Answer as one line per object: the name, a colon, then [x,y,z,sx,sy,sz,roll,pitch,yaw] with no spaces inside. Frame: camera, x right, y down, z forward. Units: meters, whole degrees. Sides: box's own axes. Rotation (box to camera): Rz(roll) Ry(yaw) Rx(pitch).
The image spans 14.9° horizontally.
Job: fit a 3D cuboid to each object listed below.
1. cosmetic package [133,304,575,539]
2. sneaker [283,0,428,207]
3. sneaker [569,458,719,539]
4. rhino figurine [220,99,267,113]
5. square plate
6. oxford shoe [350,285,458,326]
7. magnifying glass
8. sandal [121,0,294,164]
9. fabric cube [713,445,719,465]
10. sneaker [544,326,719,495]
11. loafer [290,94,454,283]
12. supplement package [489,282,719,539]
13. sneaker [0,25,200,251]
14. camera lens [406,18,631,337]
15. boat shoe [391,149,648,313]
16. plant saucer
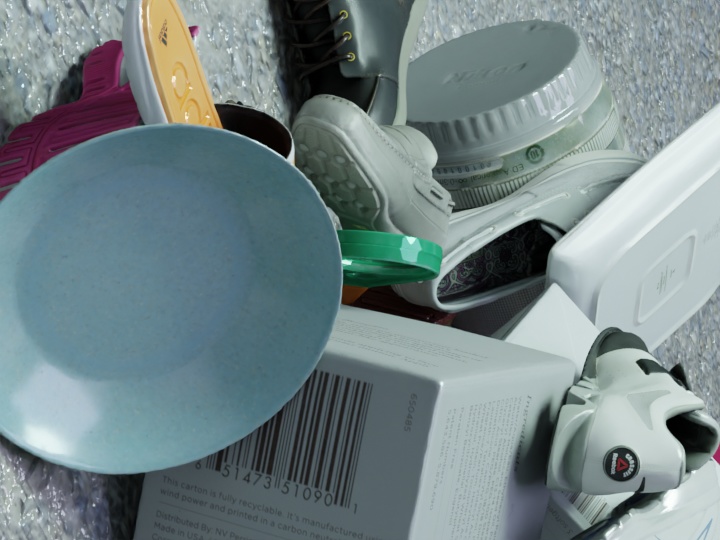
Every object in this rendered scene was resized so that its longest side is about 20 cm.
cosmetic package: [-0.003,0.115,1.518,0.200,0.164,0.166,-2,104,-64]
sneaker: [-0.024,-0.141,1.753,0.106,0.075,0.200,43,44,-36]
sneaker: [0.160,0.175,1.559,0.200,0.074,0.087,-26,85,-45]
rhino figurine: [-0.063,-0.004,1.609,0.087,0.060,0.201,-44,126,-73]
square plate: [0.191,-0.003,1.815,0.198,0.028,0.200,-39,151,-26]
oxford shoe: [0.017,0.053,1.793,0.200,0.070,0.075,-56,160,-61]
magnifying glass: [0.000,0.000,1.666,0.200,0.079,0.022,142,-46,-80]
sandal: [-0.068,-0.061,1.426,0.079,0.059,0.207,-72,153,-44]
fabric cube: [0.176,0.230,1.909,0.200,0.196,0.200,33,50,-59]
sneaker: [0.162,0.089,1.579,0.200,0.088,0.074,-54,152,-70]
loafer: [0.010,-0.060,1.656,0.070,0.070,0.200,-63,157,-14]
supplement package: [0.123,0.141,1.693,0.200,0.111,0.156,47,37,-1]
sneaker: [-0.124,-0.054,1.460,0.200,0.081,0.088,-54,132,-54]
camera lens: [0.112,-0.051,1.901,0.160,0.159,0.200,-63,138,-54]
boat shoe: [0.116,-0.023,1.778,0.199,0.068,0.072,-15,116,-23]
plant saucer: [-0.109,0.009,1.380,0.201,0.201,0.039,64,-4,-34]
